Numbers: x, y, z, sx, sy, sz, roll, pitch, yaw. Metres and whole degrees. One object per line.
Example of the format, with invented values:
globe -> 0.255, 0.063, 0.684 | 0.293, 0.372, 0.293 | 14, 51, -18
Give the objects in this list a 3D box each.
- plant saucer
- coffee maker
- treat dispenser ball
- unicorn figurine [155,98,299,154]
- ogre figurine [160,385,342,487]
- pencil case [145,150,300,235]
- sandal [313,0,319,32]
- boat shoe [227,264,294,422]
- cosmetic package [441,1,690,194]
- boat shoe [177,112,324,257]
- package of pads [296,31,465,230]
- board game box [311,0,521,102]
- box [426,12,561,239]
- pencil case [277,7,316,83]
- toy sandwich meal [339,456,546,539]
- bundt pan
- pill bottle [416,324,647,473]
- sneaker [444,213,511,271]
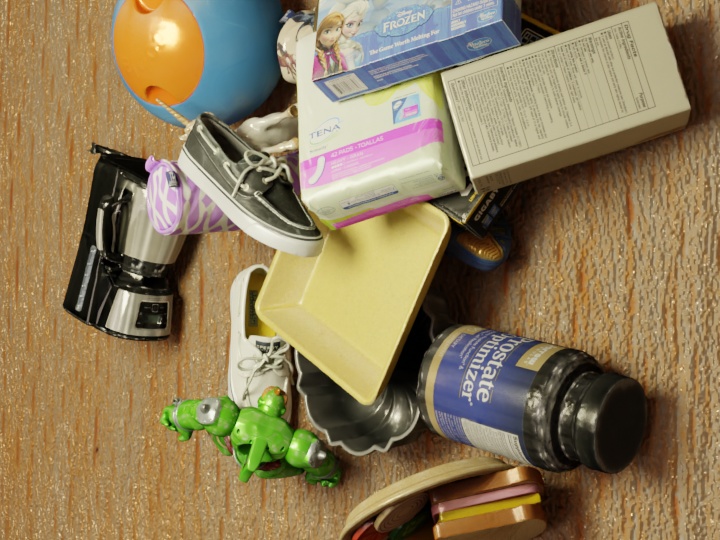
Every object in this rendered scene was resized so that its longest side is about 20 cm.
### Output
plant saucer -> 0.000, 0.000, 1.327 | 0.199, 0.048, 0.202 | 35, 109, 41
coffee maker -> -0.287, -0.032, 1.667 | 0.192, 0.133, 0.203 | 39, 115, 63
treat dispenser ball -> -0.181, -0.261, 1.510 | 0.199, 0.199, 0.204 | -3, 86, 43
unicorn figurine -> -0.096, -0.153, 1.431 | 0.136, 0.198, 0.075 | -7, 86, 47
ogre figurine -> -0.107, 0.178, 1.412 | 0.199, 0.098, 0.120 | 40, 160, -1
pencil case -> -0.141, -0.086, 1.465 | 0.084, 0.198, 0.086 | -45, 59, 44
sandal -> -0.011, -0.304, 1.394 | 0.053, 0.201, 0.081 | 13, 119, 2
boat shoe -> -0.106, 0.090, 1.495 | 0.086, 0.074, 0.205 | 138, 131, -70
cosmetic package -> 0.180, -0.149, 1.180 | 0.197, 0.071, 0.107 | -16, 79, 7
boat shoe -> -0.103, -0.090, 1.342 | 0.199, 0.073, 0.069 | 43, 120, 33
package of pads -> 0.014, -0.151, 1.274 | 0.153, 0.068, 0.203 | -16, 61, 25
board game box -> 0.053, -0.272, 1.234 | 0.198, 0.043, 0.201 | -13, 58, 29
box -> 0.110, -0.153, 1.286 | 0.159, 0.049, 0.201 | 36, 91, 36
pencil case -> -0.001, -0.239, 1.420 | 0.198, 0.077, 0.091 | 10, 81, 43
toy sandwich meal -> 0.079, 0.239, 1.252 | 0.205, 0.204, 0.071 | -39, 61, 35
bundt pan -> 0.027, 0.088, 1.375 | 0.200, 0.075, 0.205 | -7, 80, 44
pill bottle -> 0.157, 0.120, 1.229 | 0.198, 0.111, 0.114 | 11, 96, 43
sneaker -> 0.077, -0.045, 1.354 | 0.200, 0.075, 0.089 | 43, 132, 40
